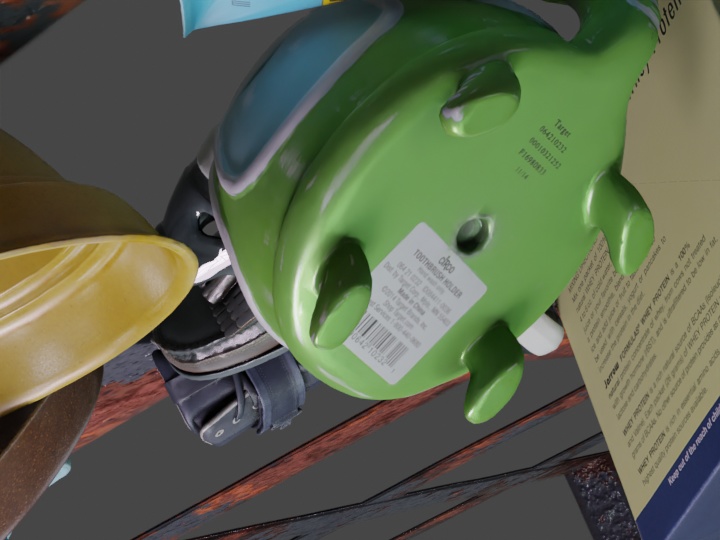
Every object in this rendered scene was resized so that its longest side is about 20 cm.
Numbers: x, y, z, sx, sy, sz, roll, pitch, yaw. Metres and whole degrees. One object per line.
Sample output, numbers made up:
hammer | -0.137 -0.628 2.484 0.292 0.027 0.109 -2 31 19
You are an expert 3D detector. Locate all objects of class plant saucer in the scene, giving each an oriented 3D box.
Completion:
plant saucer | -0.179 0.087 0.799 0.200 0.034 0.200 -39 -159 18

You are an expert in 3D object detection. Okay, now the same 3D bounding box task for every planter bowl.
planter bowl | -0.164 0.000 0.635 0.200 0.084 0.200 -23 166 -6

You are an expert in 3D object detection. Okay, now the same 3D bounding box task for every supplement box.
supplement box | 0.178 -0.021 0.751 0.134 0.200 0.200 -4 145 -19

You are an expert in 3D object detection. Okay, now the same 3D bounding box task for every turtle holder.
turtle holder | 0.022 -0.052 0.660 0.141 0.132 0.186 4 118 -38

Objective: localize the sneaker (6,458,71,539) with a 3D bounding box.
sneaker | -0.231 0.141 0.959 0.200 0.082 0.074 -47 149 14

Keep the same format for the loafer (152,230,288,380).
loafer | -0.022 -0.023 0.863 0.200 0.072 0.063 -33 146 7

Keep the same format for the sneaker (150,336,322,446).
sneaker | -0.034 0.031 0.992 0.146 0.077 0.202 -22 168 -22

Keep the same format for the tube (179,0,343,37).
tube | 0.033 -0.122 0.606 0.199 0.051 0.077 -17 161 -6

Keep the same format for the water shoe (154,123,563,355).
water shoe | 0.000 0.000 0.805 0.200 0.072 0.079 28 112 -29
